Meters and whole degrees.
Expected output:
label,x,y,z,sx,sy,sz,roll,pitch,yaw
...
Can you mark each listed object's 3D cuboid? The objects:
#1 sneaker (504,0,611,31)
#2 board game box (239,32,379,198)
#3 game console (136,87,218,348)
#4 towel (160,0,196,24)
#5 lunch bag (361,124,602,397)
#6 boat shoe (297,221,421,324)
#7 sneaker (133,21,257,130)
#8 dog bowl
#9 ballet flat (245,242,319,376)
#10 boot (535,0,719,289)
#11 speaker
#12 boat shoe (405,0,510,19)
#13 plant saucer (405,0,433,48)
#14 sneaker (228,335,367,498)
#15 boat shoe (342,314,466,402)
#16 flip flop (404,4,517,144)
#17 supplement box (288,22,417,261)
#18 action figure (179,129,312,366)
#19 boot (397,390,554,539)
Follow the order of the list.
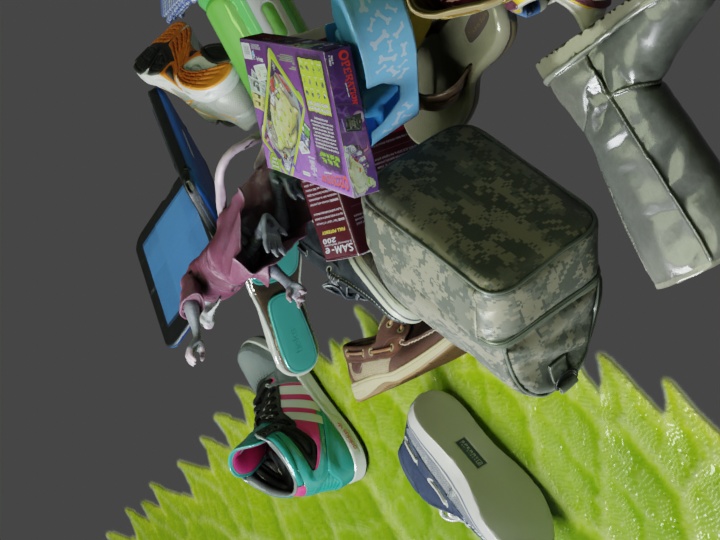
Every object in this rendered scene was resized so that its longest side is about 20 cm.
label,x,y,z,sx,sy,sz,roll,pitch,yaw
sneaker,0.115,-0.250,1.323,0.199,0.074,0.091,31,124,41
board game box,-0.045,-0.133,1.397,0.200,0.032,0.121,-155,54,-64
game console,-0.200,-0.056,1.714,0.171,0.118,0.201,62,180,-39
towel,-0.177,-0.319,1.618,0.200,0.024,0.147,-167,72,-78
lunch bag,0.103,0.000,1.412,0.200,0.139,0.169,38,151,38
boat shoe,0.000,0.000,1.579,0.200,0.074,0.063,44,119,44
sneaker,-0.162,-0.188,1.708,0.092,0.076,0.200,50,172,-33
dog bowl,0.009,-0.184,1.371,0.200,0.049,0.112,81,168,-67
ballet flat,-0.091,0.011,1.729,0.069,0.069,0.202,5,112,50
boot,0.239,-0.105,1.243,0.181,0.072,0.201,-34,82,43
speaker,-0.082,-0.207,1.585,0.088,0.088,0.201,-40,76,52
boat shoe,0.109,-0.232,1.240,0.199,0.066,0.074,-27,92,51
plant saucer,0.014,-0.306,1.370,0.201,0.048,0.201,79,168,-59
sneaker,-0.097,0.162,1.755,0.200,0.120,0.084,47,139,26
boat shoe,0.043,0.064,1.577,0.200,0.072,0.073,-32,80,57
flip flop,0.072,-0.174,1.423,0.082,0.057,0.200,59,151,12
supplement box,-0.006,-0.121,1.511,0.061,0.108,0.202,-11,98,56
action figure,-0.130,-0.011,1.578,0.150,0.133,0.200,57,139,7
boot,0.107,0.211,1.578,0.201,0.072,0.091,55,149,30
